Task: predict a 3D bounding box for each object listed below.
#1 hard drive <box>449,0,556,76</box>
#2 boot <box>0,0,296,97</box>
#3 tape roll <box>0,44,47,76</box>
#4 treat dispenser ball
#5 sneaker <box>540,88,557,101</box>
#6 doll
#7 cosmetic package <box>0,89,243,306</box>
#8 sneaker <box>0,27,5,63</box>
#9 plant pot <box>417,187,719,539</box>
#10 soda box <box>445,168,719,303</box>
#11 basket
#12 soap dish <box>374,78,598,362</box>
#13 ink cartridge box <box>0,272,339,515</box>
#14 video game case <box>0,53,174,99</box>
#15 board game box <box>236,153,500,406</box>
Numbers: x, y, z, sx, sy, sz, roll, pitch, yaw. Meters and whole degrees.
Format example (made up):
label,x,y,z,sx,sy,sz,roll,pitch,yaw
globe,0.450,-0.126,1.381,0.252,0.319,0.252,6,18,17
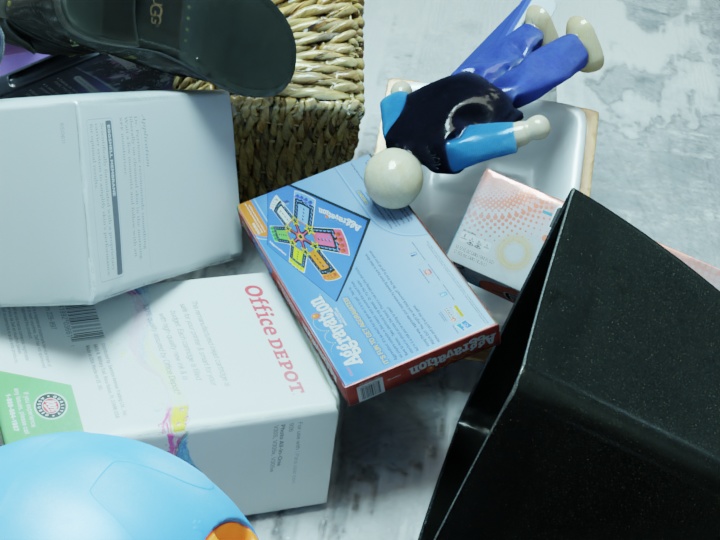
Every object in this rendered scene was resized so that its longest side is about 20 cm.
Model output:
label,x,y,z,sx,sy,sz,roll,pitch,yaw
hard drive,0.070,-0.129,1.195,0.025,0.200,0.132,41,35,-7
boot,-0.161,-0.165,1.012,0.199,0.070,0.174,15,-5,-36
tape roll,-0.340,-0.206,1.335,0.198,0.066,0.201,6,34,-4
treat dispenser ball,-0.131,0.176,0.688,0.199,0.202,0.202,5,34,-4
sneaker,0.121,-0.129,1.215,0.077,0.100,0.200,9,1,8
doll,0.078,-0.108,1.011,0.200,0.049,0.136,-38,41,-26
cosmetic package,-0.210,-0.051,0.981,0.198,0.124,0.200,-1,7,21
sneaker,-0.265,-0.142,0.953,0.085,0.078,0.199,-3,5,-39
plant pot,0.150,0.110,0.865,0.176,0.201,0.200,24,35,3
soda box,0.157,0.008,0.971,0.199,0.069,0.064,24,-7,13
basket,-0.073,-0.149,1.149,0.141,0.200,0.150,1,71,-5
soap dish,0.080,-0.028,1.071,0.156,0.081,0.202,9,71,4
ink cartridge box,-0.128,0.082,0.932,0.198,0.088,0.146,-8,37,-19
video game case,-0.198,-0.141,1.152,0.199,0.143,0.019,-22,77,7
board game box,0.000,0.000,0.962,0.102,0.020,0.200,-21,41,-12
